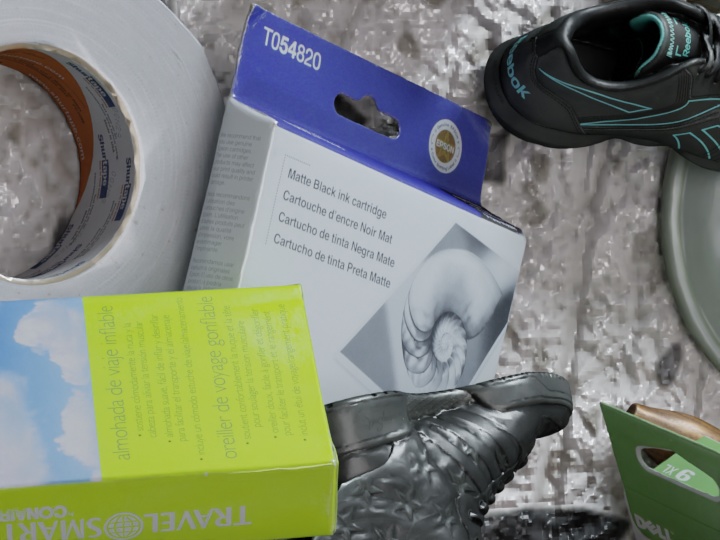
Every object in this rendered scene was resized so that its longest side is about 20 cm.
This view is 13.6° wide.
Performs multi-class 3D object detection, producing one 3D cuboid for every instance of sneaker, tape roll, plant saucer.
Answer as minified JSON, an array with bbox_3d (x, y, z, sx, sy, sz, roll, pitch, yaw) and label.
[{"bbox_3d":[0.030,0.107,1.353,0.199,0.060,0.105,-4,75,-45],"label":"sneaker"},{"bbox_3d":[-0.158,-0.046,1.341,0.199,0.066,0.202,1,89,-29],"label":"tape roll"},{"bbox_3d":[0.250,-0.025,1.573,0.199,0.050,0.201,1,87,-28],"label":"plant saucer"},{"bbox_3d":[0.164,-0.094,1.490,0.199,0.079,0.076,-2,69,-19],"label":"sneaker"}]

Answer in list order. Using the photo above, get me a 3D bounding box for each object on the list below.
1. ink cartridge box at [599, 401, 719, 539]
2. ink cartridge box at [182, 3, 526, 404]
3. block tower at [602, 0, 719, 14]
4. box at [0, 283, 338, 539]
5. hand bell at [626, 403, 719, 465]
[{"bbox_3d":[0.190,0.146,1.472,0.059,0.104,0.201,-31,121,-24],"label":"ink cartridge box"},{"bbox_3d":[0.000,0.000,1.401,0.199,0.040,0.201,21,78,-49],"label":"ink cartridge box"},{"bbox_3d":[0.181,-0.224,1.538,0.058,0.054,0.201,20,80,-26],"label":"block tower"},{"bbox_3d":[-0.115,0.062,1.241,0.199,0.122,0.048,-3,129,-8],"label":"box"},{"bbox_3d":[0.222,0.118,1.546,0.199,0.104,0.105,29,75,-12],"label":"hand bell"}]
